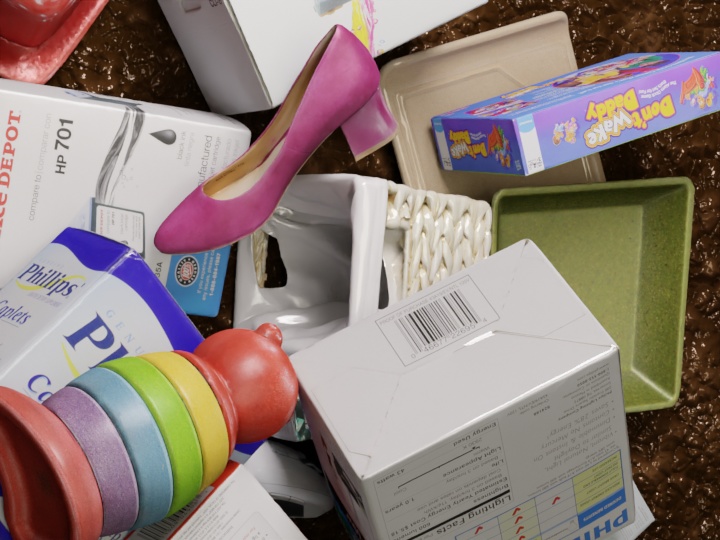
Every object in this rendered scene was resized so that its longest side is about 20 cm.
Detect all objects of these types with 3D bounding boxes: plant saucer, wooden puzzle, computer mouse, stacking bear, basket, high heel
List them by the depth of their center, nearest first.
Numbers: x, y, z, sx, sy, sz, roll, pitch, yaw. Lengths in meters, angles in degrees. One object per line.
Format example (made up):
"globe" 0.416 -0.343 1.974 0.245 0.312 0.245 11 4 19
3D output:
"stacking bear" -0.128 0.099 1.165 0.199 0.113 0.122 -25 110 -33
"high heel" -0.073 -0.090 1.268 0.199 0.068 0.096 -28 125 4
"basket" 0.000 0.000 1.367 0.122 0.200 0.137 4 90 -30
"computer mouse" -0.052 0.155 1.370 0.199 0.110 0.044 3 125 -43
"wooden puzzle" 0.112 -0.098 1.501 0.184 0.037 0.202 -19 103 -23
"plant saucer" 0.179 0.022 1.506 0.198 0.048 0.202 -5 104 -27

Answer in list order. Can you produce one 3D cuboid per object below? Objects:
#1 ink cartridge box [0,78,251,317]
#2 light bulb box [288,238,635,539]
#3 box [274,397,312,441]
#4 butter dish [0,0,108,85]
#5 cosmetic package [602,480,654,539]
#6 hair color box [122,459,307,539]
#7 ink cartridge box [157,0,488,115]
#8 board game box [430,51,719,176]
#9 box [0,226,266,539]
"ink cartridge box" -0.196 -0.054 1.328 0.198 0.086 0.148 7 99 -25
"light bulb box" 0.076 0.120 1.265 0.197 0.125 0.201 -25 138 -10
"box" 0.013 0.096 1.400 0.198 0.144 0.037 -9 94 -23
"butter dish" -0.241 -0.262 1.278 0.199 0.148 0.201 38 77 -21
"cosmetic package" 0.113 0.204 1.415 0.150 0.200 0.052 -38 111 -18
"hair color box" -0.072 0.234 1.239 0.111 0.064 0.200 -46 113 -19
"ink cartridge box" -0.038 -0.222 1.369 0.199 0.145 0.146 -27 102 -20
"board game box" 0.175 -0.126 1.433 0.199 0.134 0.045 -19 103 -22
"box" -0.196 0.106 1.244 0.200 0.105 0.184 -46 119 -20
